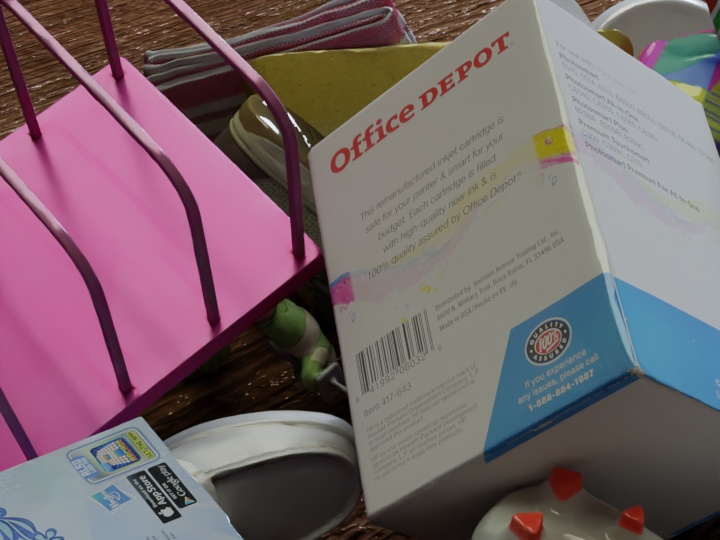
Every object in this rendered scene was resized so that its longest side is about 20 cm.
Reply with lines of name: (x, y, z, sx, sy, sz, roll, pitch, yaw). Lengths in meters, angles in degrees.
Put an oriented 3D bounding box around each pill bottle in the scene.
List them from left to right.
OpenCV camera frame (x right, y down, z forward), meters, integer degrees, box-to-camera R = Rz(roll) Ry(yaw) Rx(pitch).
pill bottle: (0.162, -0.095, 1.039, 0.112, 0.113, 0.200, -7, -1, -3)

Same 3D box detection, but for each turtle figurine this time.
turtle figurine: (-0.090, 0.058, 0.829, 0.144, 0.200, 0.194, -42, 7, -12)

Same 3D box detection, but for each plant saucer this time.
plant saucer: (0.047, -0.036, 0.921, 0.199, 0.200, 0.049, -3, 52, 6)

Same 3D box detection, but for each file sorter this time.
file sorter: (-0.136, -0.017, 0.667, 0.200, 0.126, 0.139, -38, 67, -18)

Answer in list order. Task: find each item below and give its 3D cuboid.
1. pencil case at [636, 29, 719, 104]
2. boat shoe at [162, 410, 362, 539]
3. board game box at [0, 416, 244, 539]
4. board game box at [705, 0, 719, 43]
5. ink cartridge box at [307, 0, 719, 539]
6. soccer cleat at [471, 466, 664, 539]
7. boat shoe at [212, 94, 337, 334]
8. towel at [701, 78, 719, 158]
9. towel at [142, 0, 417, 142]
pencil case: (0.138, -0.020, 0.821, 0.088, 0.088, 0.200, 11, 65, 35)
boat shoe: (-0.086, 0.117, 0.690, 0.200, 0.071, 0.069, -19, 24, -9)
board game box: (-0.108, 0.152, 0.553, 0.199, 0.043, 0.200, -19, 45, -31)
board game box: (0.240, -0.147, 0.817, 0.153, 0.040, 0.200, -3, 54, -6)
ink cartridge box: (0.073, 0.000, 0.683, 0.128, 0.125, 0.200, -33, 50, 32)
soccer cleat: (0.123, 0.142, 0.580, 0.200, 0.078, 0.069, 31, 43, 26)
boat shoe: (0.000, 0.000, 0.850, 0.065, 0.200, 0.073, -41, 11, 20)
towel: (0.172, -0.024, 0.703, 0.023, 0.200, 0.144, 24, 15, -42)
towel: (-0.014, -0.067, 0.945, 0.146, 0.200, 0.030, -13, 50, 19)
